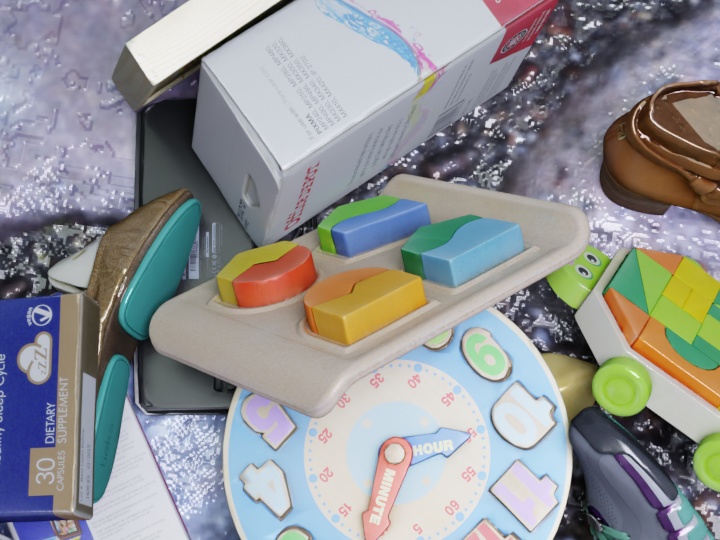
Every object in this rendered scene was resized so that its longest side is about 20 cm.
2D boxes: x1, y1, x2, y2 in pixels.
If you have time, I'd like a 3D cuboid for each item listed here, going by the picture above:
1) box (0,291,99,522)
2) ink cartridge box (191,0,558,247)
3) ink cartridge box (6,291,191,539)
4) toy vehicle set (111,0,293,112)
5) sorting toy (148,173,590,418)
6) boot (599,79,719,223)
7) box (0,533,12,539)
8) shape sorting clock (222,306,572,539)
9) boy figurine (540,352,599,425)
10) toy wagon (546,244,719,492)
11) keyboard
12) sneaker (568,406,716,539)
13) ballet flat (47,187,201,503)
[{"bbox_3d":[-0.244,0.081,0.848,0.198,0.032,0.122,-5,74,13],"label":"box"},{"bbox_3d":[0.004,-0.115,0.891,0.199,0.146,0.083,-34,82,-16],"label":"ink cartridge box"},{"bbox_3d":[-0.172,0.119,0.914,0.094,0.037,0.201,-24,83,-6],"label":"ink cartridge box"},{"bbox_3d":[-0.083,-0.143,0.883,0.124,0.200,0.027,-35,98,-9],"label":"toy vehicle set"},{"bbox_3d":[0.000,0.000,0.847,0.199,0.184,0.037,-32,117,-28],"label":"sorting toy"},{"bbox_3d":[0.243,-0.064,0.894,0.198,0.155,0.074,1,79,-1],"label":"boot"},{"bbox_3d":[-0.243,0.236,0.809,0.102,0.095,0.200,34,108,-25],"label":"box"},{"bbox_3d":[0.020,0.103,0.856,0.198,0.039,0.202,0,80,2],"label":"shape sorting clock"},{"bbox_3d":[0.049,0.097,0.907,0.199,0.064,0.125,-28,80,-7],"label":"boy figurine"},{"bbox_3d":[0.180,0.039,0.882,0.199,0.155,0.040,37,124,6],"label":"toy wagon"},{"bbox_3d":[-0.078,-0.011,0.949,0.126,0.021,0.202,-1,80,0],"label":"keyboard"},{"bbox_3d":[0.158,0.170,0.857,0.087,0.074,0.200,-38,113,0],"label":"sneaker"},{"bbox_3d":[-0.157,0.037,0.890,0.072,0.068,0.202,14,76,14],"label":"ballet flat"}]
